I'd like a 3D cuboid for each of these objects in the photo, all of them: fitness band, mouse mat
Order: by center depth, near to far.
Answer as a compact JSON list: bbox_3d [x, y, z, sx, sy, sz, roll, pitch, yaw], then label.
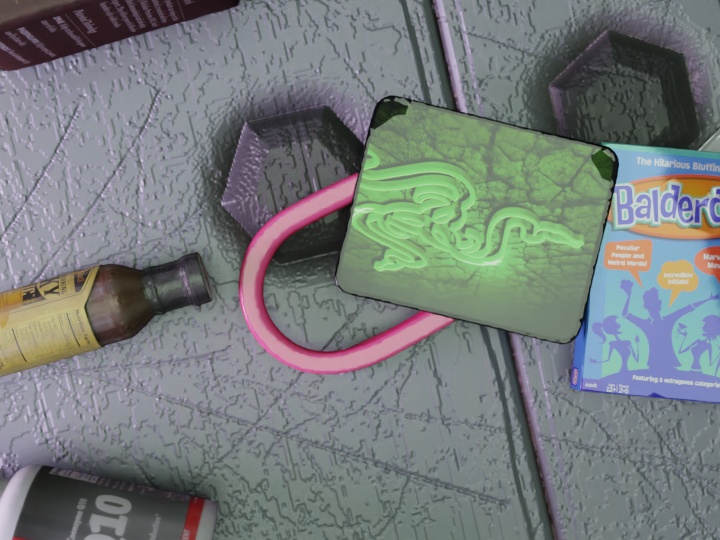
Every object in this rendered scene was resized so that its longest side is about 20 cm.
[{"bbox_3d":[0.092,-0.040,0.859,0.200,0.008,0.161,13,89,1],"label":"mouse mat"},{"bbox_3d":[0.000,0.000,0.877,0.200,0.037,0.144,-27,94,-4],"label":"fitness band"}]

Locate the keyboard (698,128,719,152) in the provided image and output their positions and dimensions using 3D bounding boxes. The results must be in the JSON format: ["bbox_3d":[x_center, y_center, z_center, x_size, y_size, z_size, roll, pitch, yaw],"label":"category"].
[{"bbox_3d":[0.287,-0.067,0.910,0.200,0.011,0.056,-45,95,-2],"label":"keyboard"}]

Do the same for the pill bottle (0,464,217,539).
[{"bbox_3d":[-0.217,0.211,0.829,0.200,0.114,0.114,13,91,-5],"label":"pill bottle"}]

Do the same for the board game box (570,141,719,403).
[{"bbox_3d":[0.255,0.004,0.882,0.152,0.045,0.200,4,88,0],"label":"board game box"}]

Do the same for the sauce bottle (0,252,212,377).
[{"bbox_3d":[-0.216,0.032,0.849,0.200,0.065,0.065,-16,94,-6],"label":"sauce bottle"}]

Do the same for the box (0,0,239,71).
[{"bbox_3d":[-0.205,-0.256,0.784,0.200,0.164,0.166,-18,94,-4],"label":"box"}]
